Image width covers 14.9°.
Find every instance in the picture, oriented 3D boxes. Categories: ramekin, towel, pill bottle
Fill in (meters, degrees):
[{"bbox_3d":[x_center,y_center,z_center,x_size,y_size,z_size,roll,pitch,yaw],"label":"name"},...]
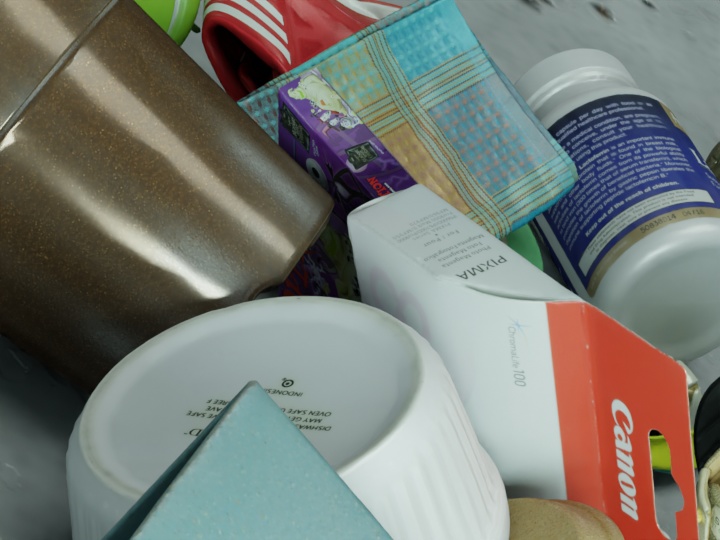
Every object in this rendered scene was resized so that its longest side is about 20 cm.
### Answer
[{"bbox_3d":[-0.038,0.093,1.219,0.201,0.095,0.203,-9,31,6],"label":"ramekin"},{"bbox_3d":[0.029,-0.071,1.569,0.200,0.022,0.147,-32,85,-45],"label":"towel"},{"bbox_3d":[0.165,-0.044,1.738,0.115,0.116,0.200,13,35,-34],"label":"pill bottle"}]

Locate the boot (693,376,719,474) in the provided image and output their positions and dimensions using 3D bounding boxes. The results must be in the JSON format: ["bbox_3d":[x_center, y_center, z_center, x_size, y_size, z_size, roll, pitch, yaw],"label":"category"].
[{"bbox_3d":[0.237,0.131,1.499,0.201,0.076,0.168,55,2,-7],"label":"boot"}]

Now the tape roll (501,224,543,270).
[{"bbox_3d":[0.012,-0.029,1.627,0.200,0.048,0.201,25,30,-15],"label":"tape roll"}]

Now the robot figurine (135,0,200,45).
[{"bbox_3d":[-0.171,-0.164,1.571,0.200,0.116,0.176,-10,66,-54],"label":"robot figurine"}]

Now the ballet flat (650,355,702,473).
[{"bbox_3d":[0.158,0.081,1.586,0.199,0.067,0.067,-3,44,-49],"label":"ballet flat"}]

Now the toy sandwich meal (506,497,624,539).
[{"bbox_3d":[0.050,0.187,1.215,0.070,0.204,0.206,52,21,-22],"label":"toy sandwich meal"}]

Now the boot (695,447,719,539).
[{"bbox_3d":[0.167,0.174,1.304,0.072,0.156,0.200,25,52,18],"label":"boot"}]

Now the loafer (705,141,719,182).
[{"bbox_3d":[0.309,-0.010,1.889,0.067,0.076,0.200,-9,59,-53],"label":"loafer"}]

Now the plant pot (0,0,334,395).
[{"bbox_3d":[-0.132,-0.038,1.355,0.198,0.200,0.200,39,27,-6],"label":"plant pot"}]

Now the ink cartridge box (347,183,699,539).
[{"bbox_3d":[0.074,0.070,1.267,0.057,0.163,0.200,-24,37,-20],"label":"ink cartridge box"}]

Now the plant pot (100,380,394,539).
[{"bbox_3d":[-0.052,0.204,1.051,0.200,0.196,0.196,41,28,-3],"label":"plant pot"}]

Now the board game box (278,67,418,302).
[{"bbox_3d":[0.000,0.000,1.431,0.032,0.200,0.120,-26,59,-18],"label":"board game box"}]

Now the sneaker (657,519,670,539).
[{"bbox_3d":[0.137,0.157,1.440,0.073,0.071,0.200,29,28,-8],"label":"sneaker"}]

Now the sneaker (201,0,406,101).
[{"bbox_3d":[-0.014,-0.109,1.626,0.199,0.078,0.116,28,47,-15],"label":"sneaker"}]
